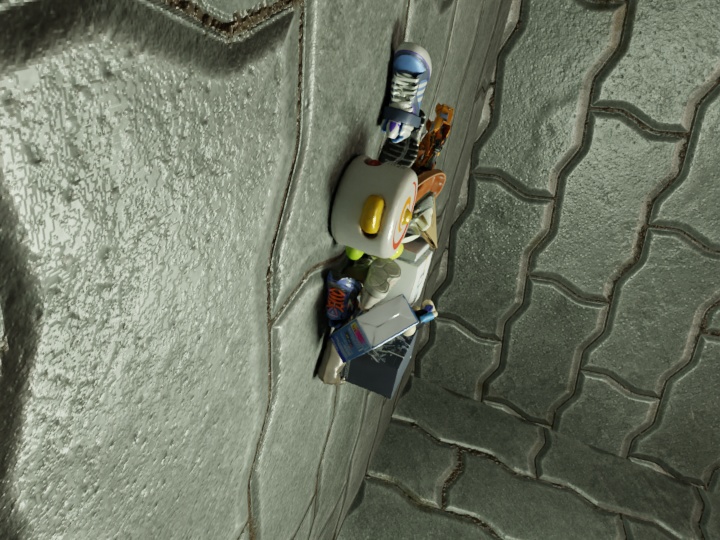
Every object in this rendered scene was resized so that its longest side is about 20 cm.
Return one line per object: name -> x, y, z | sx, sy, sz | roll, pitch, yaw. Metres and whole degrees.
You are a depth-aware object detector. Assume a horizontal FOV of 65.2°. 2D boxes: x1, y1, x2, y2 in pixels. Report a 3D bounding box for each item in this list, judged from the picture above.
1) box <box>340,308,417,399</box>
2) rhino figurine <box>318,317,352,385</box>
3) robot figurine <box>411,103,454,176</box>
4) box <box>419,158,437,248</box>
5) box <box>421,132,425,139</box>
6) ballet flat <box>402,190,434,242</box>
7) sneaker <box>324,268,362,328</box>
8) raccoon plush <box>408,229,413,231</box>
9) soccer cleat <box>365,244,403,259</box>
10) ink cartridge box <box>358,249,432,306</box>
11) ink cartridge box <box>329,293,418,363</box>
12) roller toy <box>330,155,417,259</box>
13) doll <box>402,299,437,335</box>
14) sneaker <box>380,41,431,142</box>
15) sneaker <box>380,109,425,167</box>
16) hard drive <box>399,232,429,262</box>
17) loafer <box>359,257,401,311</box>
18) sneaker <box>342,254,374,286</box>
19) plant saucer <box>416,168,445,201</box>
box -> 0.037, 0.213, 1.497 | 0.200, 0.180, 0.105 | -53, 158, -56
rhino figurine -> -0.052, 0.179, 1.345 | 0.087, 0.059, 0.203 | 4, 101, -65
robot figurine -> 0.171, -0.307, 1.398 | 0.145, 0.058, 0.202 | 126, -13, -67
box -> 0.181, -0.177, 1.528 | 0.163, 0.021, 0.204 | 36, 50, -67
box -> 0.117, -0.255, 1.503 | 0.156, 0.041, 0.203 | -53, 156, -56
ballet flat -> 0.119, -0.110, 1.268 | 0.200, 0.072, 0.073 | -38, 148, -38
sneaker -> -0.042, 0.067, 1.207 | 0.079, 0.074, 0.201 | -61, 163, -25
raccoon plush -> 0.151, -0.195, 1.697 | 0.200, 0.095, 0.136 | -175, -84, -73
soccer cleat -> 0.054, -0.053, 1.300 | 0.199, 0.083, 0.066 | 14, 95, -56
ink cartridge box -> 0.093, 0.011, 1.532 | 0.200, 0.145, 0.148 | -38, 146, -68
ink cartridge box -> 0.020, 0.134, 1.249 | 0.135, 0.077, 0.200 | -25, 175, -28
roller toy -> 0.035, -0.125, 1.107 | 0.201, 0.138, 0.184 | 82, 29, -63
doll -> 0.140, 0.131, 1.459 | 0.135, 0.049, 0.200 | -29, -179, 19
sneaker -> 0.089, -0.348, 1.156 | 0.200, 0.079, 0.149 | 81, 25, -75
sneaker -> 0.102, -0.281, 1.325 | 0.091, 0.077, 0.202 | 97, 17, -66
hard drive -> 0.108, -0.073, 1.507 | 0.200, 0.130, 0.027 | -36, 144, -69
loafer -> 0.037, 0.027, 1.233 | 0.063, 0.071, 0.200 | -56, 178, 24
sneaker -> 0.000, 0.000, 1.329 | 0.200, 0.066, 0.091 | 51, 46, -71
plant saucer -> 0.122, -0.166, 1.345 | 0.200, 0.032, 0.201 | -40, 165, -13
